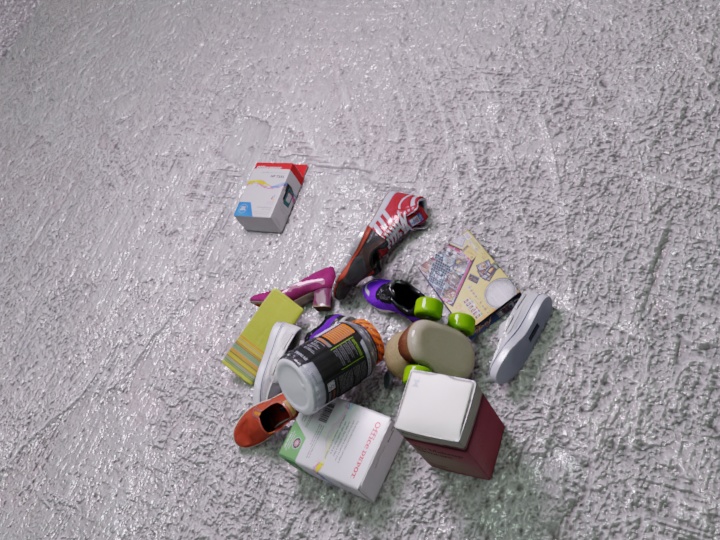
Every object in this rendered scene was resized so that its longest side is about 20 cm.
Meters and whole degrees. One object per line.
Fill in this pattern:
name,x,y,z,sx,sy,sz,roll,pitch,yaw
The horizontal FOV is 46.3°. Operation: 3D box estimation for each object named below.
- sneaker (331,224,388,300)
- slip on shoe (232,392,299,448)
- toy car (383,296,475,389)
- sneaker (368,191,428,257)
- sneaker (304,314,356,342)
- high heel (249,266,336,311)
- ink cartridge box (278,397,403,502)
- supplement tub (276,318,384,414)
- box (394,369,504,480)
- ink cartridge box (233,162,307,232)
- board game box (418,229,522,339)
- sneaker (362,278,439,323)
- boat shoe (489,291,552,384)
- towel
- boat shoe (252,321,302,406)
sneaker,0.000,0.000,1.775,0.081,0.202,0.078,27,40,0
slip on shoe,-0.192,0.302,1.688,0.198,0.061,0.075,-34,91,30
toy car,0.109,0.168,1.624,0.199,0.156,0.168,-26,45,53
sneaker,0.079,-0.087,1.833,0.111,0.071,0.203,7,61,34
sneaker,-0.087,0.178,1.746,0.098,0.070,0.202,15,65,44
high heel,-0.148,0.040,1.870,0.195,0.068,0.098,1,69,11
ink cartridge box,-0.035,0.332,1.607,0.197,0.084,0.147,14,66,34
supplement tub,-0.054,0.178,1.615,0.198,0.125,0.122,-27,42,-35
box,0.159,0.272,1.470,0.125,0.201,0.111,6,63,30
ink cartridge box,-0.217,-0.197,2.062,0.114,0.067,0.203,4,61,29
board game box,0.221,0.026,1.708,0.134,0.035,0.201,-36,50,2
sneaker,0.073,0.047,1.726,0.198,0.100,0.070,23,71,40
boat shoe,0.291,0.125,1.591,0.065,0.074,0.201,19,59,40
towel,-0.211,0.143,1.823,0.085,0.018,0.202,35,90,3
boat shoe,-0.169,0.210,1.760,0.064,0.072,0.204,8,71,24
